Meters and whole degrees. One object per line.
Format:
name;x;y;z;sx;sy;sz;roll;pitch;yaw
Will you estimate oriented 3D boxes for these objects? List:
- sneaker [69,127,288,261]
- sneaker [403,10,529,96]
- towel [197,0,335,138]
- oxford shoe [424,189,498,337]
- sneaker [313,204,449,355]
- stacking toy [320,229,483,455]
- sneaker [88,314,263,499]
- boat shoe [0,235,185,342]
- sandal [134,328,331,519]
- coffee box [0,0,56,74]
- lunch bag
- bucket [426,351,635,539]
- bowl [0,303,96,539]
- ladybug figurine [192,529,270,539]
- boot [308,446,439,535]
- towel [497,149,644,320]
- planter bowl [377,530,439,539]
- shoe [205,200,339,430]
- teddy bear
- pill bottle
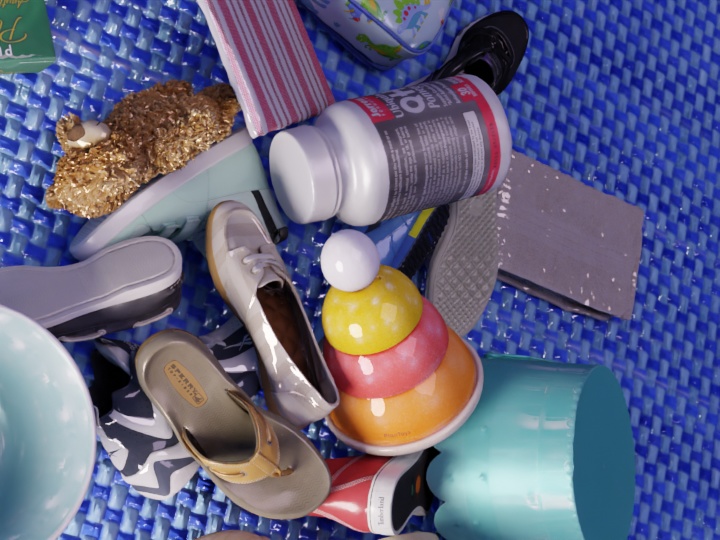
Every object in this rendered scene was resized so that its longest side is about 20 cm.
sneaker;-0.145;-0.029;1.367;0.200;0.074;0.119;-35;103;-33
sneaker;0.120;-0.193;1.570;0.076;0.087;0.200;52;57;-13
towel;-0.087;-0.195;1.407;0.147;0.030;0.200;67;21;-5
oxford shoe;0.092;-0.034;1.541;0.075;0.058;0.202;3;93;-32
sneaker;0.000;0.000;1.476;0.078;0.066;0.201;29;72;20
stacking toy;0.016;0.044;1.349;0.146;0.145;0.201;-49;138;-31
sneaker;-0.157;0.075;1.332;0.130;0.079;0.200;48;68;-26
boat shoe;-0.237;0.028;1.288;0.199;0.061;0.074;-18;50;-18
sandal;-0.102;0.129;1.276;0.080;0.054;0.200;-43;108;-4
coffee box;-0.327;-0.258;1.308;0.122;0.044;0.202;-10;86;-35
lunch bag;0.023;-0.309;1.532;0.160;0.082;0.201;36;62;-24
bucket;0.159;0.175;1.447;0.207;0.134;0.209;13;75;-62
bowl;-0.309;0.128;1.203;0.200;0.105;0.202;7;77;-32
ladybug figurine;-0.135;0.298;1.306;0.136;0.072;0.200;50;58;-15
boot;-0.012;0.181;1.417;0.200;0.143;0.073;-11;104;-71
towel;0.204;-0.033;1.628;0.199;0.034;0.133;23;67;-27
planter bowl;0.029;0.304;1.356;0.199;0.200;0.136;-2;62;-34
shoe;-0.069;0.032;1.329;0.070;0.053;0.201;-19;87;-45
teddy bear;-0.181;-0.116;1.319;0.199;0.145;0.067;-28;129;-35
pill bottle;0.025;-0.102;1.413;0.199;0.111;0.112;-16;89;-28
